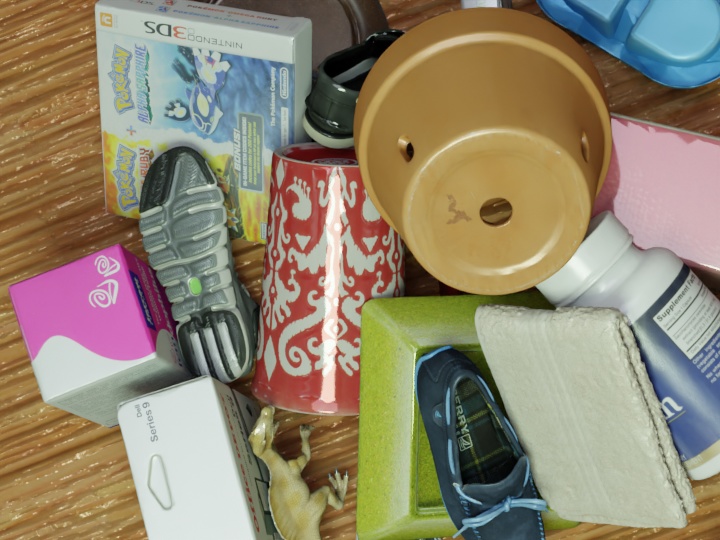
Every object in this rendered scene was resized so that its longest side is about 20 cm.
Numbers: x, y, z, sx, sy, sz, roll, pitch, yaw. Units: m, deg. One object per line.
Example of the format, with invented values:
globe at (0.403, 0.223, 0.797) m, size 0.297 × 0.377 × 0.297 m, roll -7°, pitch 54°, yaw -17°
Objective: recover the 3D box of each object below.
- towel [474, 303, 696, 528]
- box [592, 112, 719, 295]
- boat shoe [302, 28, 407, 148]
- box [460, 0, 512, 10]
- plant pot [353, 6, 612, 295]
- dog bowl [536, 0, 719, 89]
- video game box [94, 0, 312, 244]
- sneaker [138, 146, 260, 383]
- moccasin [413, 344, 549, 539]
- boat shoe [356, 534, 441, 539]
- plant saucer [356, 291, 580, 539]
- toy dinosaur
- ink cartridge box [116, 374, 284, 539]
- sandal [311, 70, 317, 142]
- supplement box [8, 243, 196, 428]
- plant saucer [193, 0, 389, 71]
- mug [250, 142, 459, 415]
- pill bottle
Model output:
towel at (0.173, 0.110, 1.542) m, size 0.132 × 0.034 × 0.201 m, roll 0°, pitch 123°, yaw 40°
box at (0.234, -0.057, 1.655) m, size 0.198 × 0.128 × 0.110 m, roll 14°, pitch 84°, yaw 12°
boat shoe at (0.034, -0.165, 1.687) m, size 0.074 × 0.063 × 0.201 m, roll 39°, pitch 44°, yaw 23°
box at (0.108, -0.180, 1.659) m, size 0.036 × 0.200 × 0.146 m, roll -6°, pitch 80°, yaw 9°
plant pot at (0.096, -0.075, 1.500) m, size 0.198 × 0.140 × 0.201 m, roll -1°, pitch 121°, yaw -2°
dog bowl at (0.238, -0.227, 1.724) m, size 0.199 × 0.050 × 0.112 m, roll 32°, pitch 87°, yaw 13°
video game box at (-0.131, -0.127, 1.704) m, size 0.181 × 0.047 × 0.201 m, roll 12°, pitch 122°, yaw 19°
sneaker at (-0.129, 0.000, 1.709) m, size 0.074 × 0.115 × 0.202 m, roll -13°, pitch 83°, yaw 11°
moccasin at (0.092, 0.157, 1.560) m, size 0.080 × 0.068 × 0.201 m, roll -32°, pitch 110°, yaw -10°
boat shoe at (0.038, 0.268, 1.650) m, size 0.070 × 0.091 × 0.202 m, roll -15°, pitch 78°, yaw 6°
plant saucer at (0.099, 0.122, 1.618) m, size 0.198 × 0.048 × 0.201 m, roll -2°, pitch 100°, yaw -17°
toy dinosaur at (-0.049, 0.193, 1.652) m, size 0.058 × 0.101 × 0.201 m, roll -19°, pitch 107°, yaw 22°
ink cartridge box at (-0.119, 0.175, 1.635) m, size 0.083 × 0.200 × 0.147 m, roll -18°, pitch 78°, yaw 5°
sandal at (-0.074, -0.139, 1.729) m, size 0.198 × 0.043 × 0.077 m, roll 4°, pitch 82°, yaw 10°
supplement box at (-0.204, 0.058, 1.669) m, size 0.103 × 0.200 × 0.102 m, roll -21°, pitch 78°, yaw 5°
plant saucer at (-0.071, -0.189, 1.776) m, size 0.198 × 0.034 × 0.202 m, roll -1°, pitch 80°, yaw 8°
mug at (-0.011, -0.001, 1.667) m, size 0.133 × 0.177 × 0.202 m, roll 10°, pitch 106°, yaw 31°
pill bottle at (0.228, 0.054, 1.557) m, size 0.111 × 0.111 × 0.200 m, roll -43°, pitch 93°, yaw 0°
